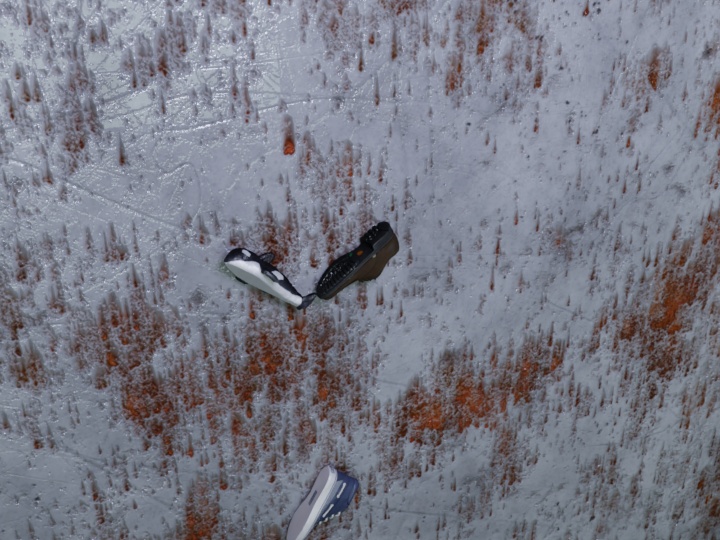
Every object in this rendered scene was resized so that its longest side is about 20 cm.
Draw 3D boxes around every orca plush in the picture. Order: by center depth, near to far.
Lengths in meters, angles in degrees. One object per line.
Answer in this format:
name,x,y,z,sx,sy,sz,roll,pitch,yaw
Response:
orca plush,-0.165,-0.001,1.539,0.197,0.105,0.072,26,68,-20

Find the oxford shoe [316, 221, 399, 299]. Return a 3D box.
oxford shoe,0.000,0.000,1.611,0.199,0.073,0.085,-38,125,-3

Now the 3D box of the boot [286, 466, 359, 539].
boot,-0.083,0.543,1.830,0.089,0.073,0.202,27,100,-25
